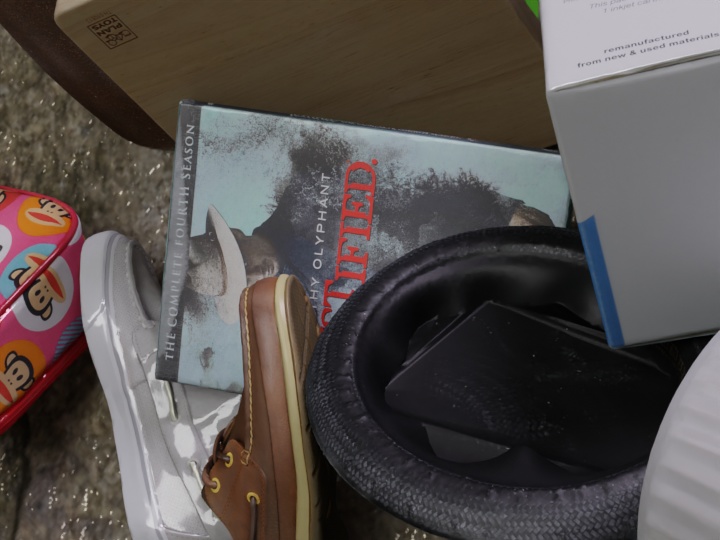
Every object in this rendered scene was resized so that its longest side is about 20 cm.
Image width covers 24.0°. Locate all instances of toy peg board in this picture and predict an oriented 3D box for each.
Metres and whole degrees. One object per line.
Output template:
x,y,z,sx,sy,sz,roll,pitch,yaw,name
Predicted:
-0.012,-0.134,0.859,0.199,0.199,0.098,-18,49,26,toy peg board

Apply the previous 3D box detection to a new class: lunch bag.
-0.259,0.027,0.974,0.199,0.082,0.176,15,52,36,lunch bag

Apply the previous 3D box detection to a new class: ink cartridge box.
0.127,-0.091,0.730,0.083,0.145,0.201,-11,41,12,ink cartridge box

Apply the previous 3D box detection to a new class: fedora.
0.076,0.070,0.753,0.199,0.092,0.201,-8,42,7,fedora

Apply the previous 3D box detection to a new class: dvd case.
0.000,0.000,0.834,0.199,0.022,0.147,10,102,13,dvd case

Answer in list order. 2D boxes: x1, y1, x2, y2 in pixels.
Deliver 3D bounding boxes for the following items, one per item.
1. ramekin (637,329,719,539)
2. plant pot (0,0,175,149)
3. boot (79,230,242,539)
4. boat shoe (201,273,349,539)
0.193,0.092,0.657,0.094,0.202,0.203,20,85,46,ramekin
-0.146,-0.188,0.944,0.186,0.200,0.188,-10,70,28,plant pot
-0.087,0.058,0.916,0.095,0.074,0.201,-21,69,13,boot
-0.045,0.101,0.815,0.067,0.072,0.201,-2,106,9,boat shoe
